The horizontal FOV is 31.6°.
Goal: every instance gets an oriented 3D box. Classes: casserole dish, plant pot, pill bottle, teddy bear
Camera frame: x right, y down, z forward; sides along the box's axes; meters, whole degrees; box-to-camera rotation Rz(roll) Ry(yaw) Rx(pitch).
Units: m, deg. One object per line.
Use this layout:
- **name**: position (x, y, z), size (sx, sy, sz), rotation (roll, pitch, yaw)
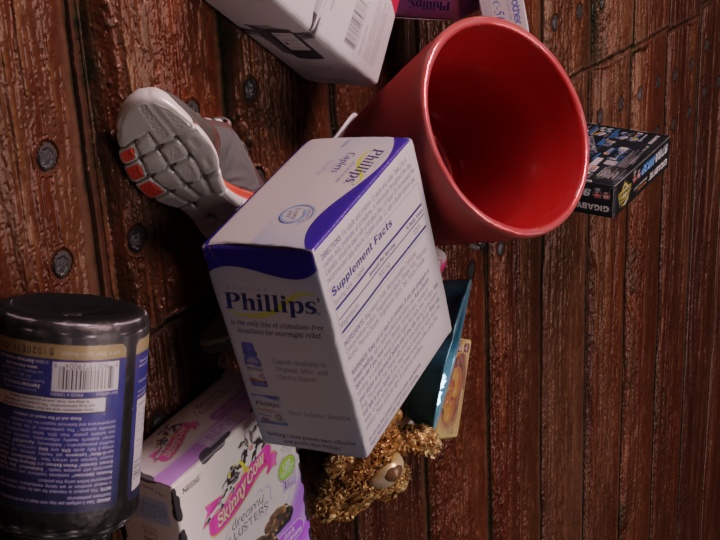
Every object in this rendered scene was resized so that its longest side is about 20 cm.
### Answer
- **casserole dish**: position (0.076, 0.085, 1.289), size (0.200, 0.039, 0.122), rotation (91, 17, -60)
- **plant pot**: position (0.082, -0.109, 1.183), size (0.199, 0.177, 0.202), rotation (10, 72, -34)
- **pill bottle**: position (-0.211, 0.123, 0.909), size (0.112, 0.111, 0.201), rotation (-8, 106, -58)
- **teddy bear**: position (0.012, 0.206, 1.278), size (0.144, 0.067, 0.200), rotation (-11, 152, -26)

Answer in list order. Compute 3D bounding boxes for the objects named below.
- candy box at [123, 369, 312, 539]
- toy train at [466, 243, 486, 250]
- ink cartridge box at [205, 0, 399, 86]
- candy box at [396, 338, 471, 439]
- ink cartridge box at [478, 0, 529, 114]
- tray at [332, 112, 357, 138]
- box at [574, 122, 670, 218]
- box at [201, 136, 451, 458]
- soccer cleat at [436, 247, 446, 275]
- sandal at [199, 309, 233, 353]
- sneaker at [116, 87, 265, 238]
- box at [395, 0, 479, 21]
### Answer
- **candy box**: position (-0.124, 0.217, 1.122), size (0.168, 0.071, 0.201), rotation (-40, 131, -47)
- **toy train**: position (0.166, -0.123, 1.481), size (0.201, 0.085, 0.114), rotation (-57, 138, -12)
- **ink cartridge box**: position (-0.046, -0.266, 1.099), size (0.200, 0.083, 0.146), rotation (30, 73, -57)
- **candy box**: position (0.050, 0.128, 1.404), size (0.200, 0.055, 0.116), rotation (7, 91, -60)
- **ink cartridge box**: position (0.150, -0.207, 1.255), size (0.094, 0.044, 0.201), rotation (-88, 166, -53)
- **tray**: position (-0.012, -0.049, 1.281), size (0.108, 0.022, 0.201), rotation (-54, 141, -36)
- **box**: position (0.286, -0.134, 1.622), size (0.200, 0.158, 0.046), rotation (-37, 132, -50)
- **box**: position (-0.020, 0.018, 1.057), size (0.184, 0.104, 0.201), rotation (-51, 136, -47)
- **soccer cleat**: position (0.000, 0.000, 1.227), size (0.199, 0.070, 0.087), rotation (-26, 98, -33)
- **sandal**: position (-0.091, -0.005, 1.125), size (0.057, 0.079, 0.201), rotation (51, 48, -28)
- **sneaker**: position (-0.134, -0.095, 1.037), size (0.200, 0.077, 0.082), rotation (55, 27, -53)
- **box**: position (0.094, -0.373, 1.290), size (0.176, 0.096, 0.201), rotation (-37, 128, -50)
